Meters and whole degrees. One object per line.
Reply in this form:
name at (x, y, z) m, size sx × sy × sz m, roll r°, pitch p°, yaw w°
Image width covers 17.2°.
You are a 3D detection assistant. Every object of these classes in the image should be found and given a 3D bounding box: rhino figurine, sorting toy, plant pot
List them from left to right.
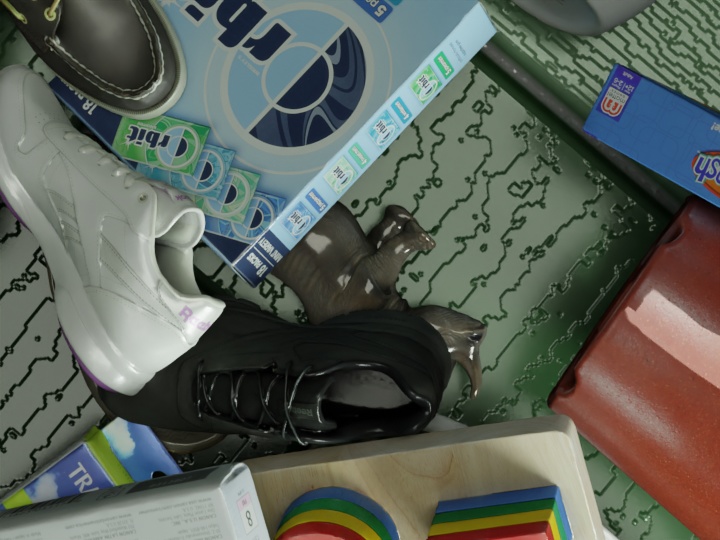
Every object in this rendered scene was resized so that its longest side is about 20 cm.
rhino figurine at (0.000, 0.000, 1.383) m, size 0.087 × 0.060 × 0.200 m, roll -42°, pitch 96°, yaw 3°
sorting toy at (0.041, 0.196, 1.320) m, size 0.197 × 0.070 × 0.201 m, roll -9°, pitch 114°, yaw 18°
plant pot at (0.223, 0.071, 1.342) m, size 0.195 × 0.201 × 0.201 m, roll 36°, pitch 89°, yaw 4°

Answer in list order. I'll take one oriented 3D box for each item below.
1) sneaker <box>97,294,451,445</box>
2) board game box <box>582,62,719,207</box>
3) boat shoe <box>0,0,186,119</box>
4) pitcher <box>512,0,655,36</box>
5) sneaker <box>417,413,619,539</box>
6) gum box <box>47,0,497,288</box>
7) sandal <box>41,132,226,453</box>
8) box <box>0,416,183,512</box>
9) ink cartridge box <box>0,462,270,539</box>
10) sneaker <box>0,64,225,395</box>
sneaker at (-0.048, 0.060, 1.320) m, size 0.198 × 0.091 × 0.077 m, roll -4°, pitch 108°, yaw 2°
board game box at (0.236, -0.042, 1.313) m, size 0.199 × 0.152 × 0.045 m, roll 31°, pitch 99°, yaw 25°
boat shoe at (-0.175, -0.166, 1.336) m, size 0.072 × 0.061 × 0.201 m, roll -42°, pitch 73°, yaw 1°
pitcher at (0.172, -0.224, 1.371) m, size 0.171 × 0.121 × 0.201 m, roll 37°, pitch 77°, yaw -19°
sneaker at (0.090, 0.172, 1.385) m, size 0.200 × 0.071 × 0.099 m, roll 41°, pitch 83°, yaw -8°
gum box at (-0.052, -0.120, 1.348) m, size 0.200 × 0.045 × 0.170 m, roll -46°, pitch 65°, yaw -1°
sandal at (-0.136, 0.014, 1.376) m, size 0.081 × 0.055 × 0.201 m, roll -21°, pitch 92°, yaw -3°
box at (-0.177, 0.184, 1.364) m, size 0.199 × 0.048 × 0.122 m, roll -36°, pitch 93°, yaw 8°
ink cartridge box at (-0.112, 0.217, 1.298) m, size 0.161 × 0.057 × 0.202 m, roll -13°, pitch 101°, yaw 22°
sneaker at (-0.138, -0.035, 1.311) m, size 0.099 × 0.075 × 0.201 m, roll -33°, pitch 72°, yaw 16°
